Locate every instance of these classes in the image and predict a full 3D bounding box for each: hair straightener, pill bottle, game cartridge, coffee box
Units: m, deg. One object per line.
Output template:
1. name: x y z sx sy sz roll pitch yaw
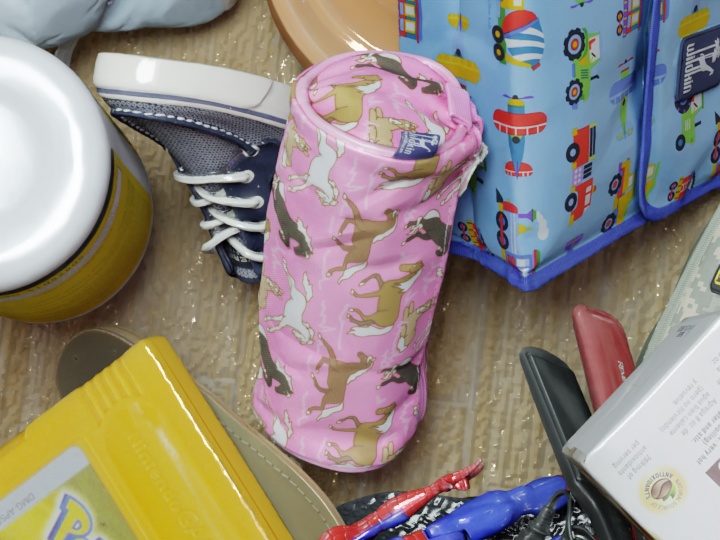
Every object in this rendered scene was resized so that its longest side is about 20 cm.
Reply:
1. hair straightener: 0.105 0.117 0.745 0.077 0.041 0.201 -38 53 34
2. pill bottle: -0.159 -0.034 0.814 0.111 0.200 0.113 0 82 1
3. game cartridge: -0.127 0.158 0.838 0.200 0.032 0.177 -37 82 21
4. coffee box: 0.176 0.112 0.643 0.200 0.114 0.080 44 90 5

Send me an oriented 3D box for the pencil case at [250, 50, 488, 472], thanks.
1. pencil case: 0.000 0.000 0.801 0.082 0.201 0.086 -25 49 -38

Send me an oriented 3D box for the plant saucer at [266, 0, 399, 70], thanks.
1. plant saucer: 0.047 -0.168 0.892 0.198 0.032 0.202 1 70 -3

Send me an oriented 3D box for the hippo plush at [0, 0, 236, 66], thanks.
1. hippo plush: -0.151 -0.202 0.886 0.200 0.158 0.161 -51 58 37

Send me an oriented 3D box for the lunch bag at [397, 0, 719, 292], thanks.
1. lunch bag: 0.121 -0.098 0.835 0.199 0.094 0.152 -20 118 -33

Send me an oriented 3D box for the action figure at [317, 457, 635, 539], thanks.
1. action figure: 0.048 0.128 0.791 0.198 0.052 0.066 -16 74 -12

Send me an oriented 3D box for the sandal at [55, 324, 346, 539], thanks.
1. sandal: -0.059 0.104 0.861 0.212 0.070 0.078 44 109 12

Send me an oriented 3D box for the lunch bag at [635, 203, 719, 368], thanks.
1. lunch bag: 0.204 0.022 0.801 0.117 0.200 0.165 28 85 4

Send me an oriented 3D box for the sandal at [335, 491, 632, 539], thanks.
1. sandal: 0.067 0.144 0.861 0.198 0.045 0.076 -9 74 8

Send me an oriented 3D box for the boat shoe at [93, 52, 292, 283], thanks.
1. boat shoe: -0.057 -0.042 0.824 0.074 0.199 0.094 10 89 36
